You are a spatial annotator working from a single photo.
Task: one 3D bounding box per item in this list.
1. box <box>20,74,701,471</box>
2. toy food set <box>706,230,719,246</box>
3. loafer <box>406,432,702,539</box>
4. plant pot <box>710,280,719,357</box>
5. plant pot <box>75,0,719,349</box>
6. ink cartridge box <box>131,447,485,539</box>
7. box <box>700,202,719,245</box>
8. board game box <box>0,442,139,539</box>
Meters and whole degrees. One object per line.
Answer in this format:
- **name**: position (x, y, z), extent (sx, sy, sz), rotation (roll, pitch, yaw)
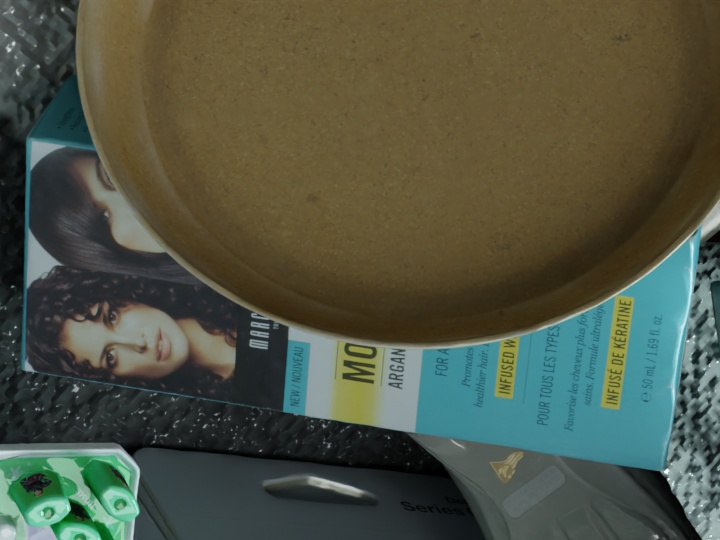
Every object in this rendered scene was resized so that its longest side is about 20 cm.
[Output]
- **box**: position (0.000, 0.000, 0.881), extent (0.200, 0.049, 0.082), rotation (8, 118, 7)
- **toy food set**: position (0.204, -0.041, 0.946), extent (0.200, 0.198, 0.049), rotation (-23, 89, -39)
- **loafer**: position (0.068, 0.069, 0.956), extent (0.070, 0.070, 0.200), rotation (-33, 93, 24)
- **plant pot**: position (0.220, 0.076, 0.907), extent (0.200, 0.141, 0.141), rotation (-8, 160, 8)
- **plant pot**: position (0.019, -0.065, 0.845), extent (0.200, 0.200, 0.027), rotation (-30, 157, -9)
- **ink cartridge box**: position (-0.037, 0.170, 1.006), extent (0.145, 0.088, 0.200), rotation (7, 112, -31)
- **box**: position (0.120, -0.072, 0.937), extent (0.200, 0.068, 0.082), rotation (-39, 92, -2)
- **board game box**: position (-0.169, 0.149, 0.865), extent (0.200, 0.026, 0.200), rotation (0, 110, -19)
